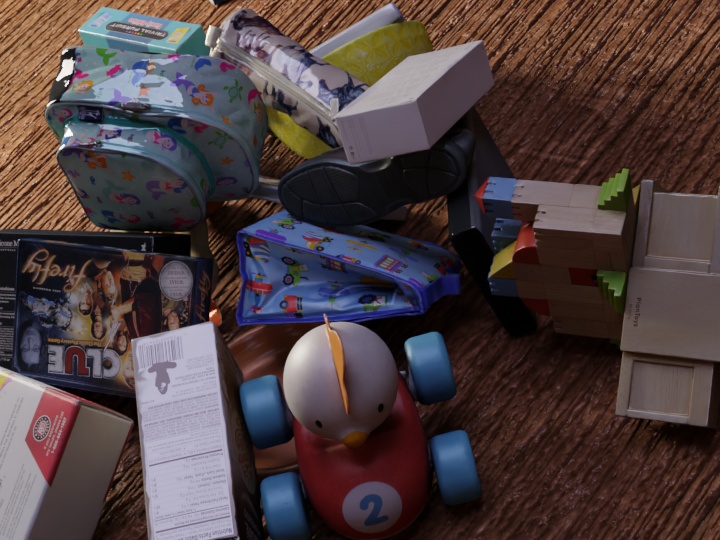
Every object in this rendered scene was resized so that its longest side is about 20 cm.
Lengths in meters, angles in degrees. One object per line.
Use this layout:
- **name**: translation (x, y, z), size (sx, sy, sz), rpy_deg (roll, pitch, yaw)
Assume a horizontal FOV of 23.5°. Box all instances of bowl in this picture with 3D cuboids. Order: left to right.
- **bowl**: translation (0.007, -0.165, 1.823), size (0.199, 0.200, 0.108), rpy_deg (-28, 82, -9)

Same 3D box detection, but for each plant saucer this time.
- **plant saucer**: translation (-0.066, 0.122, 1.600), size (0.199, 0.038, 0.201), rpy_deg (-12, 39, 10)

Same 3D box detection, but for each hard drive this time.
- **hard drive**: translation (0.120, -0.052, 1.635), size (0.033, 0.140, 0.201), rpy_deg (-21, 38, 18)

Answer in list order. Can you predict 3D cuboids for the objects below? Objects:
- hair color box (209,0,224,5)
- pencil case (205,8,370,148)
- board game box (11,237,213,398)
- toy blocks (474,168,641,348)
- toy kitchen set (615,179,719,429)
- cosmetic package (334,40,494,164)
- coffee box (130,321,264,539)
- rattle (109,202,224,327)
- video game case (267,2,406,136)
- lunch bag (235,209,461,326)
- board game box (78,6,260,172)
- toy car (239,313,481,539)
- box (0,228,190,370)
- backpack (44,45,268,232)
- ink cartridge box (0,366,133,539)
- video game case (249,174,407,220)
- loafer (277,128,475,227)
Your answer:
- **hair color box**: translation (-0.216, -0.434, 2.252), size (0.060, 0.100, 0.200), rpy_deg (-28, 40, -11)
- **pencil case**: translation (-0.060, -0.180, 1.691), size (0.199, 0.089, 0.078), rpy_deg (34, 95, 20)
- **board game box**: translation (-0.235, 0.046, 1.627), size (0.199, 0.137, 0.035), rpy_deg (6, 5, 25)
- **toy blocks**: translation (0.171, -0.009, 1.501), size (0.136, 0.201, 0.100), rpy_deg (6, 54, 20)
- **toy kitchen set**: translation (0.330, 0.039, 1.496), size (0.162, 0.180, 0.202), rpy_deg (6, 86, 24)
- **cosmetic package**: translation (0.054, -0.155, 1.580), size (0.082, 0.051, 0.200), rpy_deg (-11, 17, 26)
- **coffee box**: translation (-0.137, 0.162, 1.475), size (0.079, 0.115, 0.201), rpy_deg (-13, 62, 5)
- **rattle**: translation (-0.163, 0.001, 1.789), size (0.130, 0.143, 0.200), rpy_deg (-48, 60, 8)
- **video game case**: translation (-0.033, -0.212, 1.856), size (0.199, 0.182, 0.022), rpy_deg (-30, 82, 7)
- **lunch bag**: translation (0.000, 0.000, 1.638), size (0.198, 0.095, 0.150), rpy_deg (4, 12, 17)
- **board game box**: translation (-0.207, -0.182, 1.880), size (0.150, 0.201, 0.047), rpy_deg (15, 51, 36)
- **toy car**: translation (-0.009, 0.117, 1.419), size (0.183, 0.200, 0.178), rpy_deg (-14, 66, 1)
- **box**: translation (-0.269, 0.032, 1.703), size (0.199, 0.142, 0.079), rpy_deg (3, 6, 25)
- **backpack**: translation (-0.192, -0.128, 1.670), size (0.198, 0.178, 0.152), rpy_deg (-1, 59, 9)
- **ink cartridge box**: translation (-0.323, 0.168, 1.577), size (0.199, 0.083, 0.147), rpy_deg (17, 84, 37)
- **video game case**: translation (-0.072, -0.079, 1.776), size (0.199, 0.018, 0.143), rpy_deg (14, 7, 35)
- **loafer**: translation (0.018, -0.089, 1.607), size (0.199, 0.072, 0.063), rpy_deg (-9, 26, 31)
